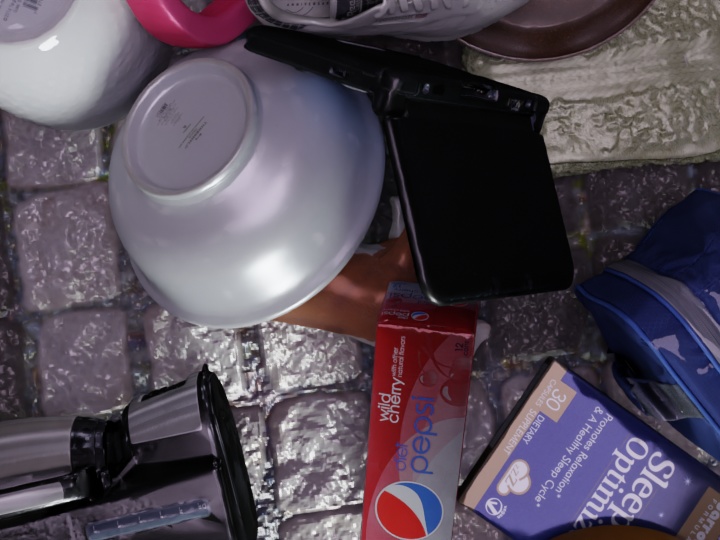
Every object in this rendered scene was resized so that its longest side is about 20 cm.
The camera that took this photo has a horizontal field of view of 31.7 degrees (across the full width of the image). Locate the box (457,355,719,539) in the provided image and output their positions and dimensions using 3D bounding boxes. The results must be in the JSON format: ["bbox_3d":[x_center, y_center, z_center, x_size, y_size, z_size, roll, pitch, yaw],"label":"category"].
[{"bbox_3d":[0.182,0.167,0.894,0.199,0.032,0.122,35,90,-1],"label":"box"}]

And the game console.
[{"bbox_3d":[0.036,-0.067,0.788,0.175,0.199,0.118,23,104,30],"label":"game console"}]

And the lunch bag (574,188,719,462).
[{"bbox_3d":[0.223,0.043,0.809,0.132,0.200,0.136,-39,95,3],"label":"lunch bag"}]

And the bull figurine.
[{"bbox_3d":[0.000,0.000,0.877,0.197,0.065,0.123,11,86,-2],"label":"bull figurine"}]

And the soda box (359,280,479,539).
[{"bbox_3d":[0.037,0.112,0.835,0.063,0.070,0.202,6,114,6],"label":"soda box"}]

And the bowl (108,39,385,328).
[{"bbox_3d":[-0.090,-0.073,0.816,0.199,0.090,0.203,-10,64,21],"label":"bowl"}]

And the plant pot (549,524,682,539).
[{"bbox_3d":[0.167,0.290,0.796,0.197,0.183,0.203,2,102,7],"label":"plant pot"}]

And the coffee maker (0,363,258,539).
[{"bbox_3d":[-0.170,0.177,0.857,0.197,0.135,0.194,-11,113,1],"label":"coffee maker"}]

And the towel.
[{"bbox_3d":[0.169,-0.141,0.890,0.197,0.036,0.150,-6,89,0],"label":"towel"}]

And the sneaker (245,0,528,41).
[{"bbox_3d":[0.026,-0.179,0.800,0.197,0.081,0.077,-9,100,-2],"label":"sneaker"}]

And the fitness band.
[{"bbox_3d":[-0.092,-0.230,0.817,0.037,0.200,0.145,2,126,28],"label":"fitness band"}]

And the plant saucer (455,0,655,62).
[{"bbox_3d":[0.115,-0.240,0.831,0.198,0.032,0.203,3,111,9],"label":"plant saucer"}]

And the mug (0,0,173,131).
[{"bbox_3d":[-0.189,-0.194,0.819,0.147,0.175,0.201,33,90,0],"label":"mug"}]
